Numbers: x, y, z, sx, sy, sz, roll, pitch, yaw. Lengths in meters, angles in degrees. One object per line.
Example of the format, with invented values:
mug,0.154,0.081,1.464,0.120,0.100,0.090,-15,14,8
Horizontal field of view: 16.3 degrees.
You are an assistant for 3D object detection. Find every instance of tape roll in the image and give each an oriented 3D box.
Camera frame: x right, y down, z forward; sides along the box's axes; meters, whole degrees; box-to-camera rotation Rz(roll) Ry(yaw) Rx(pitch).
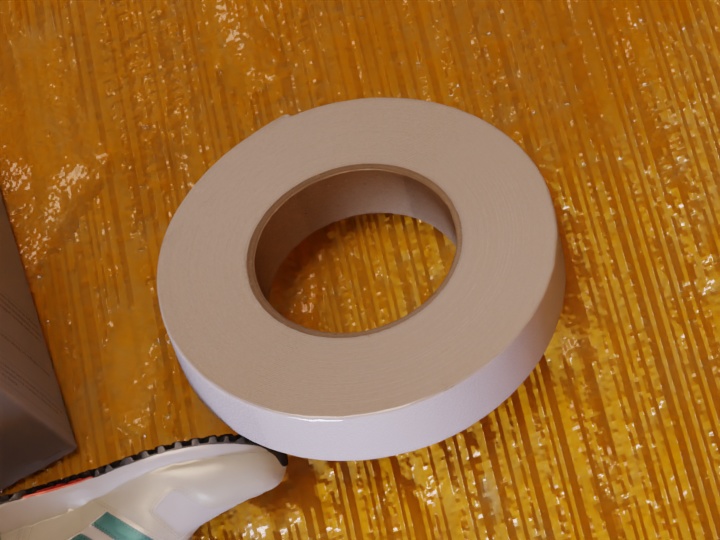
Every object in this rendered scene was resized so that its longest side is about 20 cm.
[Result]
tape roll,0.000,0.000,1.222,0.201,0.037,0.204,-7,51,8

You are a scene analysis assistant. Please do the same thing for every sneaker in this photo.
sneaker,-0.123,0.143,1.226,0.198,0.070,0.094,-17,87,4

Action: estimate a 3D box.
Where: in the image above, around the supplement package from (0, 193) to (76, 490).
supplement package,-0.244,0.015,1.295,0.117,0.117,0.201,-27,58,10
